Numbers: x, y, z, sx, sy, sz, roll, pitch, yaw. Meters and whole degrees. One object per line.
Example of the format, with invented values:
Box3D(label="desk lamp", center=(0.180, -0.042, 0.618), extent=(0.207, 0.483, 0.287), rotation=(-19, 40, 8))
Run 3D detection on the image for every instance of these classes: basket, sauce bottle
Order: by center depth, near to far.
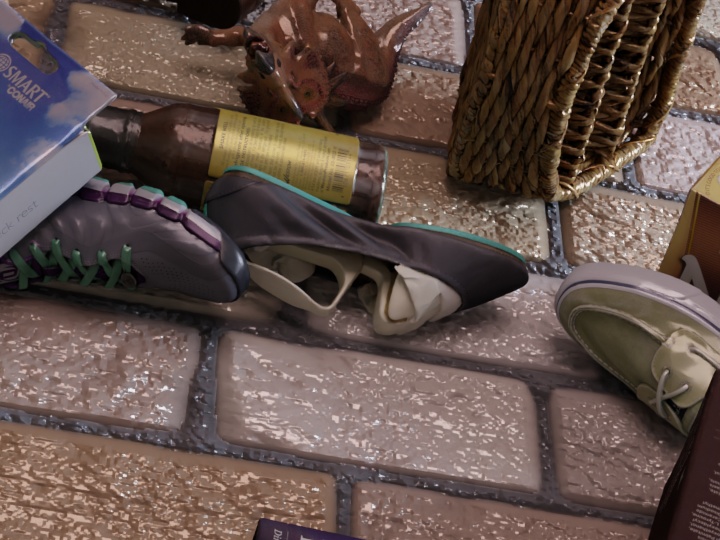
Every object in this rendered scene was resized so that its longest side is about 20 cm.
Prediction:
Box3D(label="sauce bottle", center=(-0.083, -0.067, 1.171), extent=(0.198, 0.065, 0.065), rotation=(13, 39, -6))
Box3D(label="basket", center=(0.147, -0.139, 1.225), extent=(0.148, 0.201, 0.143), rotation=(15, 38, -2))

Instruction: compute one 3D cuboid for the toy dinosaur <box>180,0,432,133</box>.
Box3D(label="toy dinosaur", center=(-0.024, -0.134, 1.259), extent=(0.199, 0.086, 0.136), rotation=(-3, 48, -41))

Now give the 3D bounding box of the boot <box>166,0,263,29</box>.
Box3D(label="boot", center=(-0.111, -0.256, 1.385), extent=(0.185, 0.065, 0.200), rotation=(31, 41, 10))

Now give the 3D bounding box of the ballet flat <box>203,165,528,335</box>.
Box3D(label="ballet flat", center=(0.000, 0.000, 1.130), extent=(0.198, 0.073, 0.073), rotation=(17, 39, -9))

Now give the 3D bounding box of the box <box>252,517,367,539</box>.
Box3D(label="box", center=(0.003, 0.220, 0.861), extent=(0.140, 0.079, 0.201), rotation=(14, 40, -7))

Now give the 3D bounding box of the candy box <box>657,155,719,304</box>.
Box3D(label="candy box", center=(0.271, 0.032, 1.137), extent=(0.199, 0.117, 0.056), rotation=(31, 42, 16))

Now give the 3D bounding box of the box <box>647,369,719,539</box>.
Box3D(label="box", center=(0.179, 0.155, 0.978), extent=(0.074, 0.101, 0.201), rotation=(20, 39, 6))

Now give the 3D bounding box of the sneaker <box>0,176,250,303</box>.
Box3D(label="sneaker", center=(-0.162, -0.009, 1.090), extent=(0.198, 0.075, 0.088), rotation=(22, 58, 17))

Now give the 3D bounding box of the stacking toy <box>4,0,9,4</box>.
Box3D(label="stacking toy", center=(-0.283, -0.237, 1.194), extent=(0.145, 0.201, 0.147), rotation=(10, 39, -8))

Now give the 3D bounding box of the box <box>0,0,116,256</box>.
Box3D(label="box", center=(-0.238, -0.052, 1.056), extent=(0.122, 0.048, 0.200), rotation=(39, 70, 25))

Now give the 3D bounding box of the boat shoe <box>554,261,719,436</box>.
Box3D(label="boat shoe", center=(0.197, 0.063, 1.112), extent=(0.199, 0.072, 0.062), rotation=(29, 42, 12))
